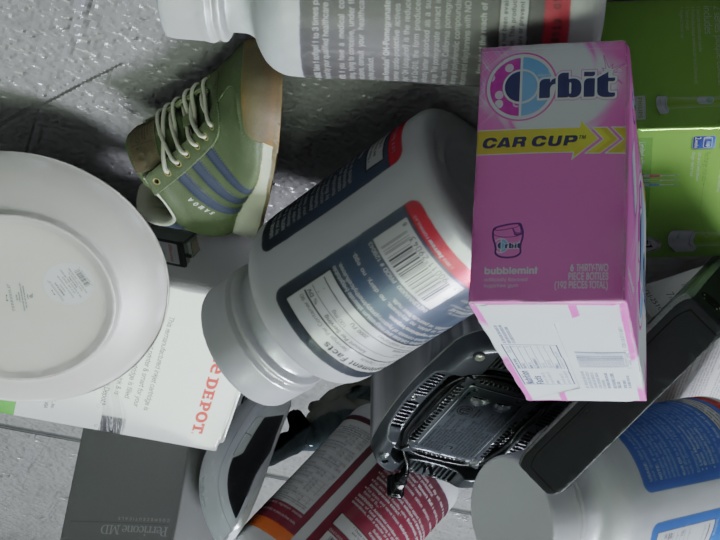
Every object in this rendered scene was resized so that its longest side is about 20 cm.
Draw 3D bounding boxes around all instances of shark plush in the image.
[{"bbox_3d":[0.005,0.133,1.140,0.199,0.084,0.091,-5,161,-46],"label":"shark plush"}]

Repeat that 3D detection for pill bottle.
[{"bbox_3d":[0.176,0.151,0.925,0.199,0.113,0.112,-4,161,-35],"label":"pill bottle"},{"bbox_3d":[0.000,0.000,0.851,0.199,0.120,0.119,-33,138,28],"label":"pill bottle"},{"bbox_3d":[0.010,-0.143,0.628,0.198,0.112,0.111,3,153,2],"label":"pill bottle"},{"bbox_3d":[0.007,0.174,1.057,0.109,0.200,0.110,37,156,20],"label":"pill bottle"}]

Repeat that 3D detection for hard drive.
[{"bbox_3d":[0.176,0.052,0.821,0.140,0.033,0.200,-50,169,23],"label":"hard drive"}]

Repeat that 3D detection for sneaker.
[{"bbox_3d":[-0.098,-0.073,0.827,0.089,0.068,0.200,3,157,-8],"label":"sneaker"}]

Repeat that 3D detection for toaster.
[{"bbox_3d":[0.074,0.062,0.971,0.113,0.130,0.200,16,135,-20],"label":"toaster"}]

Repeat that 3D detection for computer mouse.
[{"bbox_3d":[-0.084,0.113,1.058,0.044,0.201,0.110,27,153,-13],"label":"computer mouse"}]

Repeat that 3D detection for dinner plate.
[{"bbox_3d":[-0.225,0.014,0.893,0.198,0.024,0.201,-3,125,-4],"label":"dinner plate"}]

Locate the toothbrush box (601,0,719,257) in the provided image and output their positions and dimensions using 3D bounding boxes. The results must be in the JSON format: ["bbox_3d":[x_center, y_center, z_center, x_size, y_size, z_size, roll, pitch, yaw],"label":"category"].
[{"bbox_3d":[0.230,-0.076,0.752,0.198,0.087,0.146,0,154,11],"label":"toothbrush box"}]

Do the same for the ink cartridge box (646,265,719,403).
[{"bbox_3d":[0.261,0.073,1.030,0.175,0.045,0.201,-15,140,-20],"label":"ink cartridge box"}]

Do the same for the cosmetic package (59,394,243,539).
[{"bbox_3d":[-0.162,0.136,1.101,0.106,0.202,0.090,-4,151,20],"label":"cosmetic package"}]

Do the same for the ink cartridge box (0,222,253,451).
[{"bbox_3d":[-0.179,0.036,0.978,0.198,0.084,0.146,12,123,-14],"label":"ink cartridge box"}]

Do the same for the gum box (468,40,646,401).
[{"bbox_3d":[0.101,-0.012,0.649,0.066,0.115,0.200,0,162,14],"label":"gum box"}]
